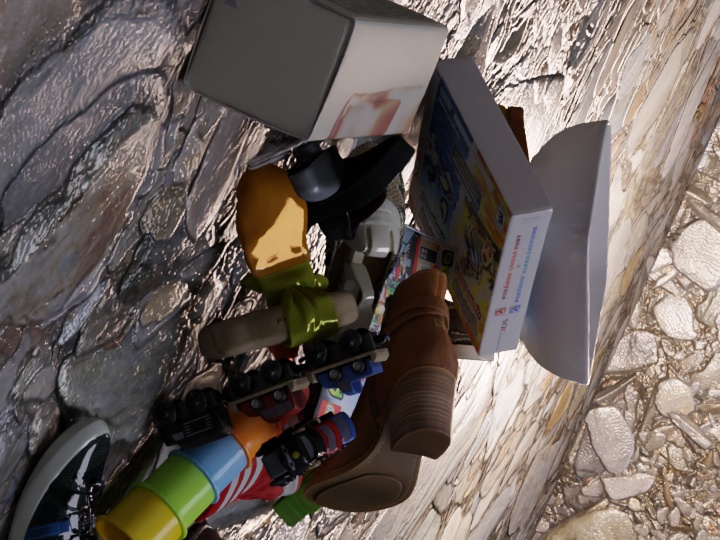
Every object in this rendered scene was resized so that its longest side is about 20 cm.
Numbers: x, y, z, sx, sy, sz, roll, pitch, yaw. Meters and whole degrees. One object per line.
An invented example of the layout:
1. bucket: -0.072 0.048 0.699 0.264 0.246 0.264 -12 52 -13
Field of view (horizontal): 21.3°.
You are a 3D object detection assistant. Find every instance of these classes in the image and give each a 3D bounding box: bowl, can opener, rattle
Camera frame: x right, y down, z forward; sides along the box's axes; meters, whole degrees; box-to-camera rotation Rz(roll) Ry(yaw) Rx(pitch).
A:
1. bowl: 0.187 -0.019 1.769 0.200 0.074 0.201 -71 160 -50
2. can opener: -0.022 -0.105 1.440 0.052 0.067 0.200 -21 -166 31
3. rattle: -0.079 0.005 1.495 0.130 0.144 0.200 -31 180 1

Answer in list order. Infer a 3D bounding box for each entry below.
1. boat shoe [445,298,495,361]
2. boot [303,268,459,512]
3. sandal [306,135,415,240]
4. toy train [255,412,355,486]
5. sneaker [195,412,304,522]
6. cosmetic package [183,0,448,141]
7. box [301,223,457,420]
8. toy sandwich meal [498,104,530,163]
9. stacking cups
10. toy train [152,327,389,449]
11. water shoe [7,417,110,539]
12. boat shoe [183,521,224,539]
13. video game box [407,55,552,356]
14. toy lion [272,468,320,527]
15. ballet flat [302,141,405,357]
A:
1. boat shoe: 0.073 0.052 1.861 0.200 0.071 0.060 -175 -90 -67
2. boot: 0.021 0.103 1.575 0.200 0.073 0.156 -40 -141 45
3. sandal: -0.006 -0.051 1.459 0.075 0.048 0.200 -49 -169 -17
4. toy train: -0.037 0.129 1.437 0.046 0.034 0.200 -28 177 8
5. sneaker: -0.110 0.166 1.618 0.115 0.079 0.200 -25 164 -17
6. cosmetic package: -0.026 -0.146 1.295 0.088 0.103 0.200 -68 163 12
7. box: 0.012 0.058 1.670 0.110 0.035 0.202 23 78 -37
8. toy sandwich meal: 0.131 -0.062 1.843 0.205 0.070 0.207 177 -90 -77
9. stacking cups: -0.116 0.145 1.480 0.200 0.060 0.061 -45 157 -27
10. toy train: -0.065 0.091 1.426 0.199 0.046 0.034 -22 172 19
11. water shoe: -0.202 0.201 1.311 0.201 0.078 0.071 -65 164 4
12. boat shoe: -0.137 0.282 1.656 0.072 0.059 0.201 -54 161 -33
13. video game box: 0.102 -0.058 1.714 0.046 0.201 0.183 -11 139 -15
14. toy lion: -0.015 0.179 1.819 0.192 0.069 0.200 -43 179 17
15. ballet flat: 0.000 0.000 1.558 0.075 0.067 0.202 -120 -138 -67
